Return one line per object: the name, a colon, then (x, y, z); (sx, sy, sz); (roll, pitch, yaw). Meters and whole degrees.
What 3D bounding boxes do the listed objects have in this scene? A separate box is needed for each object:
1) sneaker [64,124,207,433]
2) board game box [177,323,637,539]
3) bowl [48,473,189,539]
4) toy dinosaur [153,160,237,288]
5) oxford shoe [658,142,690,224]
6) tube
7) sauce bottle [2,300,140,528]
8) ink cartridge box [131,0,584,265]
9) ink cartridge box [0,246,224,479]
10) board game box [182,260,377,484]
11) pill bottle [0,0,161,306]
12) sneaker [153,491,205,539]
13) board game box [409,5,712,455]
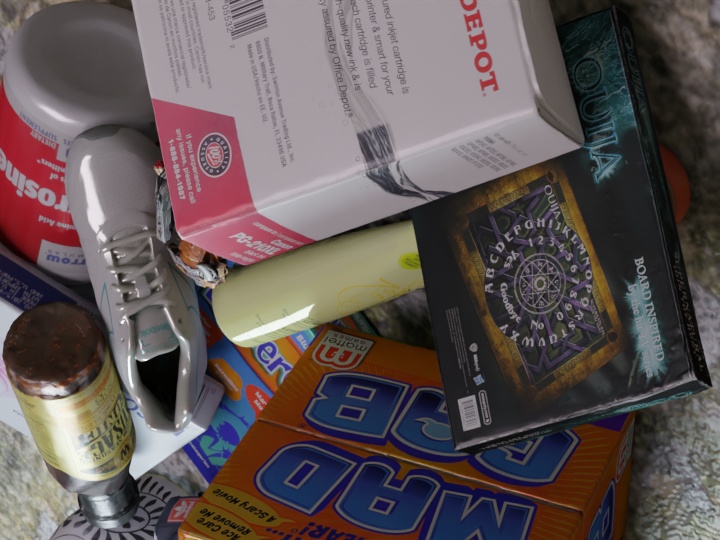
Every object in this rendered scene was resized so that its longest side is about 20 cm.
sneaker: (-0.127, 0.007, 1.351); (0.080, 0.070, 0.201); (-108, 4, -63)
board game box: (0.031, 0.187, 1.302); (0.199, 0.200, 0.200); (14, 129, 18)
bowl: (-0.186, 0.250, 1.623); (0.200, 0.094, 0.202); (3, 94, 53)
toy dinosaur: (-0.067, -0.083, 1.285); (0.102, 0.136, 0.200); (44, 140, 13)
oxford shoe: (0.076, -0.056, 1.212); (0.200, 0.072, 0.071); (17, 129, 37)
tube: (0.000, 0.000, 1.304); (0.200, 0.058, 0.052); (-18, 112, 37)
sauce bottle: (-0.174, 0.097, 1.414); (0.066, 0.066, 0.200); (32, 156, 25)
ink cartridge box: (-0.002, -0.105, 1.138); (0.199, 0.084, 0.145); (-18, 72, 19)
ink cartridge box: (-0.218, 0.074, 1.499); (0.196, 0.043, 0.200); (32, 144, -15)
board game box: (-0.069, 0.063, 1.468); (0.152, 0.045, 0.200); (53, 141, 0)
pill bottle: (-0.182, -0.065, 1.433); (0.112, 0.112, 0.200); (39, 139, 17)
sneaker: (-0.088, 0.167, 1.470); (0.084, 0.075, 0.200); (32, 141, 2)
board game box: (0.093, -0.020, 1.142); (0.135, 0.028, 0.201); (-17, 72, 24)
